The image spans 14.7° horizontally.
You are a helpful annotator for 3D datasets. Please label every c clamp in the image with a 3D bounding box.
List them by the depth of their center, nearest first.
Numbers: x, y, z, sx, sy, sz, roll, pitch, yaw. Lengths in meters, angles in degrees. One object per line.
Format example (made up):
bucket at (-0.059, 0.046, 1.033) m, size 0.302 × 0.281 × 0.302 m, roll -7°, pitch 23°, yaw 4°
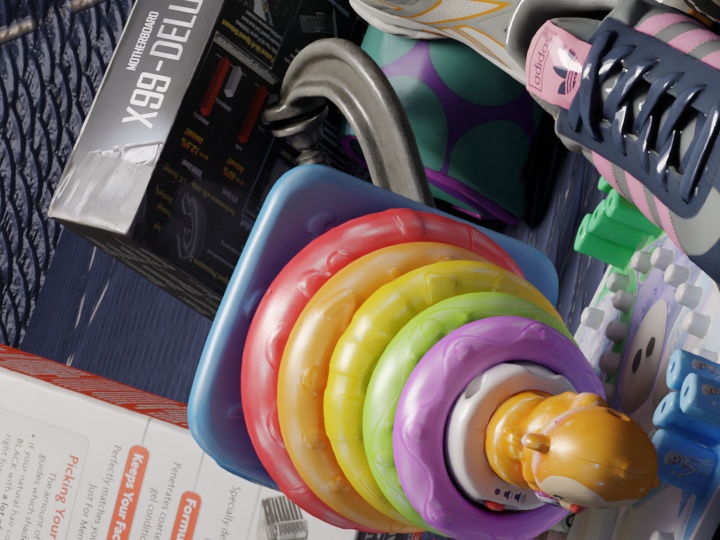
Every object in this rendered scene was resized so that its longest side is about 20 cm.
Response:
c clamp at (0.000, 0.000, 1.123) m, size 0.171 × 0.027 × 0.200 m, roll 24°, pitch 130°, yaw 66°

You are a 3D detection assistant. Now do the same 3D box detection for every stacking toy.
stacking toy at (0.037, 0.043, 0.853) m, size 0.200 × 0.116 × 0.110 m, roll 23°, pitch 92°, yaw 65°

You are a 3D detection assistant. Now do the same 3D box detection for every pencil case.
pencil case at (0.058, -0.122, 1.161) m, size 0.085 × 0.092 × 0.200 m, roll 14°, pitch 80°, yaw 35°

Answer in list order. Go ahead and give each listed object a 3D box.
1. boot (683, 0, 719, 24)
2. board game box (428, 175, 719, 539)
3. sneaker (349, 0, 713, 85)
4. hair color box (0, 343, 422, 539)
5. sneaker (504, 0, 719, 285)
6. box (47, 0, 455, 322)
boot at (0.105, -0.142, 0.913) m, size 0.151 × 0.073 × 0.200 m, roll -27°, pitch 42°, yaw 50°
board game box at (0.065, 0.082, 0.917) m, size 0.200 × 0.026 × 0.200 m, roll -98°, pitch 30°, yaw -67°
sneaker at (0.043, -0.117, 1.042) m, size 0.200 × 0.092 × 0.076 m, roll 16°, pitch 81°, yaw 44°
hair color box at (-0.085, 0.103, 1.022) m, size 0.064 × 0.200 × 0.111 m, roll 5°, pitch -79°, yaw -64°
sneaker at (0.092, -0.045, 0.872) m, size 0.200 × 0.082 × 0.070 m, roll -122°, pitch 54°, yaw -76°
box at (-0.030, -0.052, 1.198) m, size 0.050 × 0.200 × 0.158 m, roll 13°, pitch 77°, yaw 37°
